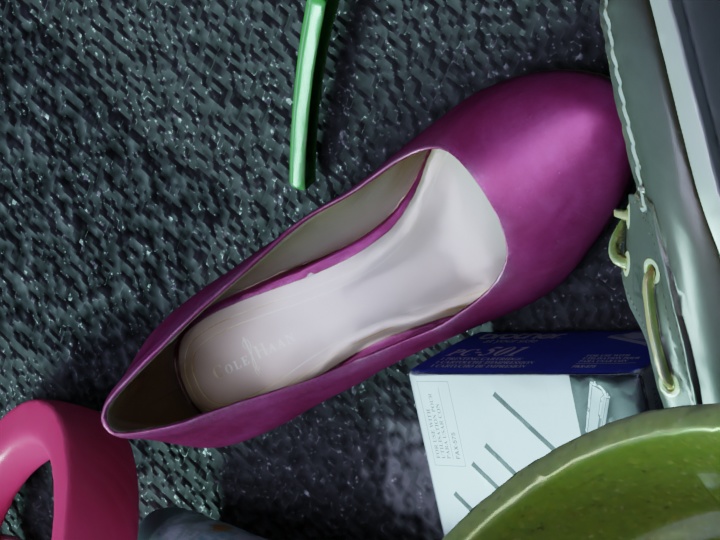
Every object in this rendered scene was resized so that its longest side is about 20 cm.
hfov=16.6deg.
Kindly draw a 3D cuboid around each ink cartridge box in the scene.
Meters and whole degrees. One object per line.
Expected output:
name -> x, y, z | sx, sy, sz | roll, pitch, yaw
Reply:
ink cartridge box -> 0.083, 0.120, 0.794 | 0.094, 0.044, 0.202 | -1, 106, 41

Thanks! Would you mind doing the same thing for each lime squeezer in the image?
lime squeezer -> 0.014, -0.105, 0.778 | 0.070, 0.038, 0.200 | 35, 132, -15

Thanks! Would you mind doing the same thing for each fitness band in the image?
fitness band -> -0.128, 0.149, 0.924 | 0.143, 0.037, 0.202 | -17, 62, 61

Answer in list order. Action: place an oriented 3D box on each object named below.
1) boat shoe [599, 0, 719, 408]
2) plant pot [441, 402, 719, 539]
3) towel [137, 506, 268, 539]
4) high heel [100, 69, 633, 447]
boat shoe -> 0.104, 0.002, 0.712 | 0.060, 0.072, 0.203 | -13, 102, 37
plant pot -> 0.120, 0.166, 0.665 | 0.200, 0.184, 0.202 | -25, 47, 30
towel -> -0.010, 0.191, 0.875 | 0.171, 0.048, 0.201 | 9, 117, 52
high heel -> 0.000, 0.000, 0.780 | 0.199, 0.096, 0.068 | -27, 89, 42
